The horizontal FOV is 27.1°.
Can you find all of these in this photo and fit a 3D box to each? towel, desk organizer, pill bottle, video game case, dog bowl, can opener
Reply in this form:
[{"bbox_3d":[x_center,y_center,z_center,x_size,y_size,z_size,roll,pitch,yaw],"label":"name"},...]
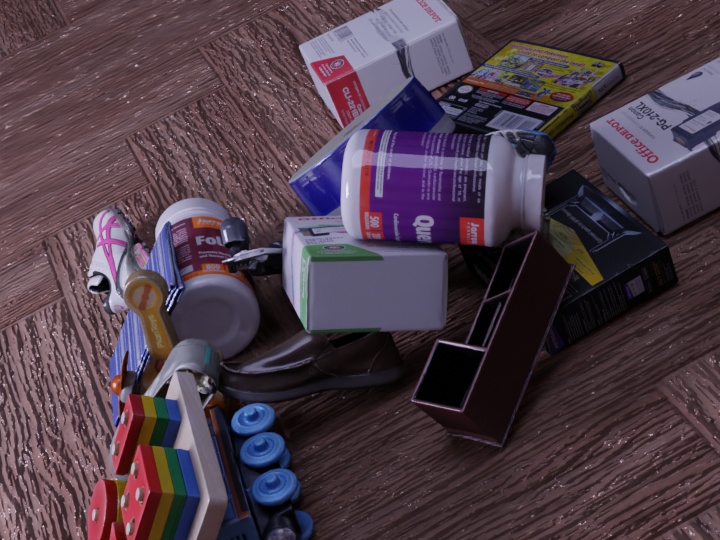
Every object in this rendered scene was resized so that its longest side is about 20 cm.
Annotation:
[{"bbox_3d":[-0.238,0.063,1.662,0.024,0.201,0.145,15,25,-21],"label":"towel"},{"bbox_3d":[0.129,0.060,1.450,0.072,0.077,0.201,9,68,41],"label":"desk organizer"},{"bbox_3d":[-0.184,0.005,1.740,0.114,0.114,0.200,-23,35,2],"label":"pill bottle"},{"bbox_3d":[0.204,-0.222,1.891,0.181,0.026,0.200,-40,37,-22],"label":"video game case"},{"bbox_3d":[0.085,-0.082,1.504,0.199,0.113,0.113,4,40,9],"label":"pill bottle"},{"bbox_3d":[0.013,-0.137,1.767,0.200,0.079,0.200,-39,8,6],"label":"dog bowl"},{"bbox_3d":[-0.108,-0.030,1.695,0.053,0.067,0.200,-16,-2,14],"label":"can opener"}]

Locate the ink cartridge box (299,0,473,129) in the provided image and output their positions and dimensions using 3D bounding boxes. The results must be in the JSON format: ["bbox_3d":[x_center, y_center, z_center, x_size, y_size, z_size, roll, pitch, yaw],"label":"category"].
[{"bbox_3d":[0.035,-0.290,2.031,0.199,0.084,0.144,-27,33,-2],"label":"ink cartridge box"}]

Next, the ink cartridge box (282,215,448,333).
[{"bbox_3d":[0.000,0.000,1.576,0.144,0.084,0.200,-1,14,-10],"label":"ink cartridge box"}]

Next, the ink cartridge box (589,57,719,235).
[{"bbox_3d":[0.372,-0.143,1.630,0.199,0.085,0.145,-27,34,-5],"label":"ink cartridge box"}]

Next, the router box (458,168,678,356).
[{"bbox_3d":[0.214,-0.013,1.579,0.157,0.052,0.200,-29,35,-7],"label":"router box"}]

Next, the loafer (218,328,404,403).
[{"bbox_3d":[-0.055,0.089,1.540,0.199,0.071,0.073,-8,10,-13],"label":"loafer"}]

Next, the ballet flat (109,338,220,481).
[{"bbox_3d":[-0.202,0.157,1.510,0.200,0.067,0.064,-59,22,25],"label":"ballet flat"}]

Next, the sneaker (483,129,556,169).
[{"bbox_3d":[0.165,-0.115,1.668,0.090,0.079,0.200,-26,-4,-26],"label":"sneaker"}]

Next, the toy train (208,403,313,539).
[{"bbox_3d":[-0.118,0.208,1.447,0.114,0.087,0.200,-20,34,-5],"label":"toy train"}]

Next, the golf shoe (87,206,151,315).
[{"bbox_3d":[-0.312,-0.016,1.883,0.092,0.073,0.200,-31,35,-7],"label":"golf shoe"}]

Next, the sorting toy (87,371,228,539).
[{"bbox_3d":[-0.198,0.226,1.380,0.069,0.199,0.200,9,27,-22],"label":"sorting toy"}]

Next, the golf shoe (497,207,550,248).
[{"bbox_3d":[0.112,-0.069,1.606,0.199,0.097,0.079,21,81,16],"label":"golf shoe"}]

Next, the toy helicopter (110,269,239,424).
[{"bbox_3d":[-0.211,0.093,1.564,0.132,0.201,0.079,-11,23,10],"label":"toy helicopter"}]
